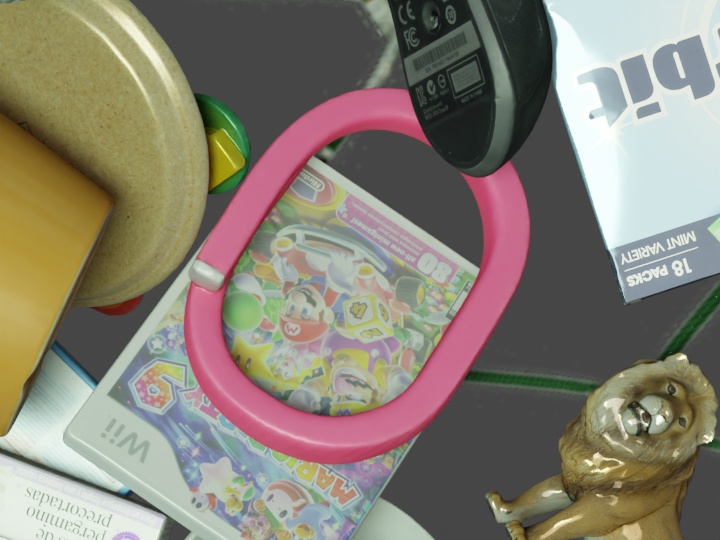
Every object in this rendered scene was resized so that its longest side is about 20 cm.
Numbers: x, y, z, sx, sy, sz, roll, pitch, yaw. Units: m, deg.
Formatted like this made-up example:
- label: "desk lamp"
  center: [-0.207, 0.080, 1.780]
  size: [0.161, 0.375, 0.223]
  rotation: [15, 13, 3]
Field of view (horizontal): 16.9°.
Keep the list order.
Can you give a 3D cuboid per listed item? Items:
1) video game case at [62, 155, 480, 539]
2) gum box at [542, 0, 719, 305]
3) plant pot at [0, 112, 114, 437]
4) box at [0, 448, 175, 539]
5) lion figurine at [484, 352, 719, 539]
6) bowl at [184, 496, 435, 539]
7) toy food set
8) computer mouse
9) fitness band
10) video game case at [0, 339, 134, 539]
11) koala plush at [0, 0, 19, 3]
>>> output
- label: "video game case"
  center: [-0.033, 0.046, 1.200]
  size: [0.143, 0.018, 0.200]
  rotation: [34, 63, 1]
- label: "gum box"
  center: [0.180, -0.104, 1.209]
  size: [0.170, 0.045, 0.200]
  rotation: [-19, 93, 6]
- label: "plant pot"
  center: [-0.222, -0.016, 1.133]
  size: [0.183, 0.200, 0.200]
  rotation: [25, 97, -4]
- label: "box"
  center: [-0.190, 0.103, 1.185]
  size: [0.200, 0.041, 0.039]
  rotation: [20, 87, 4]
- label: "lion figurine"
  center: [0.141, 0.147, 1.231]
  size: [0.122, 0.072, 0.200]
  rotation: [-21, 108, -6]
- label: "bowl"
  center: [-0.038, 0.211, 1.215]
  size: [0.201, 0.090, 0.201]
  rotation: [12, 67, -29]
- label: "toy food set"
  center: [-0.158, -0.068, 1.206]
  size: [0.200, 0.049, 0.198]
  rotation: [-31, 98, 36]
- label: "computer mouse"
  center: [0.053, -0.146, 1.184]
  size: [0.053, 0.138, 0.200]
  rotation: [-13, 90, -31]
- label: "fitness band"
  center: [0.000, 0.000, 1.195]
  size: [0.144, 0.037, 0.200]
  rotation: [32, 66, 2]
- label: "video game case"
  center: [-0.216, 0.114, 1.215]
  size: [0.143, 0.018, 0.200]
  rotation: [44, 89, 5]
- label: "koala plush"
  center: [-0.145, -0.234, 1.073]
  size: [0.177, 0.184, 0.200]
  rotation: [41, 87, 17]
